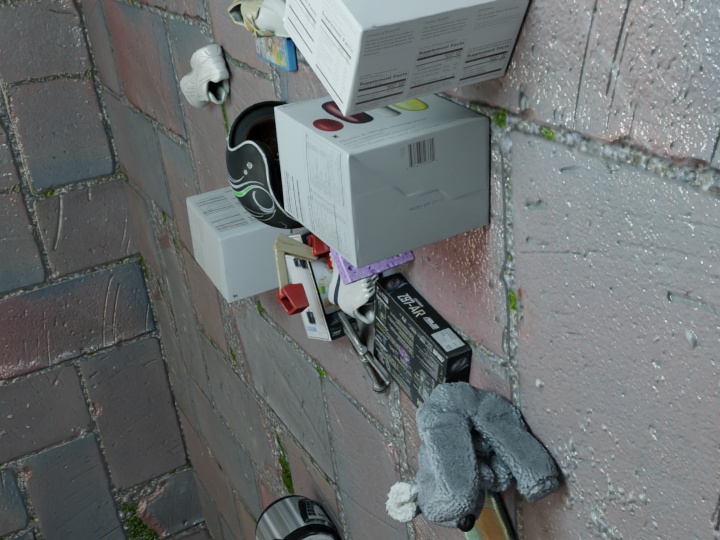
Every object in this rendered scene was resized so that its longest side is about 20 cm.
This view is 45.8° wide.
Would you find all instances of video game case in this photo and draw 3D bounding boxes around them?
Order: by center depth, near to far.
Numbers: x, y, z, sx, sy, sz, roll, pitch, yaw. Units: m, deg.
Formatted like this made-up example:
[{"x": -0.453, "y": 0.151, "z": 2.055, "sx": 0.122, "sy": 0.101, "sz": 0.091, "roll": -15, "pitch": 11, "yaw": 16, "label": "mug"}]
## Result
[{"x": -0.154, "y": -0.447, "z": 1.432, "sx": 0.143, "sy": 0.018, "sz": 0.200, "roll": 39, "pitch": 141, "yaw": 52, "label": "video game case"}]

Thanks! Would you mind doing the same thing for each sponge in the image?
[{"x": -0.009, "y": -0.088, "z": 1.257, "sx": 0.200, "sy": 0.111, "sz": 0.030, "roll": 68, "pitch": 158, "yaw": 6, "label": "sponge"}]

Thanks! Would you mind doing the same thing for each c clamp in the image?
[{"x": 0.008, "y": 0.153, "z": 1.438, "sx": 0.171, "sy": 0.027, "sz": 0.200, "roll": 56, "pitch": 174, "yaw": 24, "label": "c clamp"}]

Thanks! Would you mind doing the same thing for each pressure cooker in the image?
[{"x": -0.140, "y": 0.654, "z": 2.022, "sx": 0.200, "sy": 0.176, "sz": 0.179, "roll": 39, "pitch": 145, "yaw": 57, "label": "pressure cooker"}]

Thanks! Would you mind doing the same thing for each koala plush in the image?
[{"x": 0.131, "y": 0.272, "z": 1.143, "sx": 0.200, "sy": 0.177, "sz": 0.184, "roll": 106, "pitch": 149, "yaw": -44, "label": "koala plush"}]

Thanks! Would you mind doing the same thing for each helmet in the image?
[{"x": -0.123, "y": -0.167, "z": 1.363, "sx": 0.191, "sy": 0.200, "sz": 0.201, "roll": 23, "pitch": 128, "yaw": 56, "label": "helmet"}]

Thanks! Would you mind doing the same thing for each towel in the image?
[{"x": 0.179, "y": 0.366, "z": 1.293, "sx": 0.200, "sy": 0.022, "sz": 0.147, "roll": 69, "pitch": 157, "yaw": 5, "label": "towel"}]

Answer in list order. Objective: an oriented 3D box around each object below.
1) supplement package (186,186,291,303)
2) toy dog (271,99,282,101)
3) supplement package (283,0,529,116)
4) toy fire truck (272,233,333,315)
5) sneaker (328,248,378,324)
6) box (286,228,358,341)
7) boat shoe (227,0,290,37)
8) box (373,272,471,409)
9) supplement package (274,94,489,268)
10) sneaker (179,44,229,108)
[{"x": -0.248, "y": -0.062, "z": 1.758, "sx": 0.200, "sy": 0.150, "sz": 0.152, "roll": 44, "pitch": 144, "yaw": 48, "label": "supplement package"}, {"x": -0.186, "y": -0.228, "z": 1.566, "sx": 0.132, "sy": 0.096, "sz": 0.200, "roll": 61, "pitch": 155, "yaw": 24, "label": "toy dog"}, {"x": 0.043, "y": -0.273, "z": 0.891, "sx": 0.156, "sy": 0.200, "sz": 0.111, "roll": 58, "pitch": 153, "yaw": 29, "label": "supplement package"}, {"x": -0.096, "y": -0.038, "z": 1.450, "sx": 0.200, "sy": 0.141, "sz": 0.049, "roll": 67, "pitch": 156, "yaw": 9, "label": "toy fire truck"}, {"x": 0.000, "y": 0.000, "z": 1.374, "sx": 0.080, "sy": 0.076, "sz": 0.200, "roll": 41, "pitch": 149, "yaw": 31, "label": "sneaker"}, {"x": -0.078, "y": 0.023, "z": 1.558, "sx": 0.117, "sy": 0.060, "sz": 0.201, "roll": 1, "pitch": 107, "yaw": 65, "label": "box"}, {"x": -0.147, "y": -0.392, "z": 1.326, "sx": 0.200, "sy": 0.068, "sz": 0.075, "roll": 42, "pitch": 162, "yaw": 56, "label": "boat shoe"}, {"x": 0.087, "y": 0.123, "z": 1.288, "sx": 0.200, "sy": 0.043, "sz": 0.161, "roll": 47, "pitch": 147, "yaw": 44, "label": "box"}, {"x": 0.024, "y": -0.129, "z": 1.054, "sx": 0.200, "sy": 0.191, "sz": 0.147, "roll": 39, "pitch": 140, "yaw": 51, "label": "supplement package"}, {"x": -0.320, "y": -0.380, "z": 1.783, "sx": 0.100, "sy": 0.078, "sz": 0.200, "roll": 64, "pitch": 157, "yaw": 9, "label": "sneaker"}]
